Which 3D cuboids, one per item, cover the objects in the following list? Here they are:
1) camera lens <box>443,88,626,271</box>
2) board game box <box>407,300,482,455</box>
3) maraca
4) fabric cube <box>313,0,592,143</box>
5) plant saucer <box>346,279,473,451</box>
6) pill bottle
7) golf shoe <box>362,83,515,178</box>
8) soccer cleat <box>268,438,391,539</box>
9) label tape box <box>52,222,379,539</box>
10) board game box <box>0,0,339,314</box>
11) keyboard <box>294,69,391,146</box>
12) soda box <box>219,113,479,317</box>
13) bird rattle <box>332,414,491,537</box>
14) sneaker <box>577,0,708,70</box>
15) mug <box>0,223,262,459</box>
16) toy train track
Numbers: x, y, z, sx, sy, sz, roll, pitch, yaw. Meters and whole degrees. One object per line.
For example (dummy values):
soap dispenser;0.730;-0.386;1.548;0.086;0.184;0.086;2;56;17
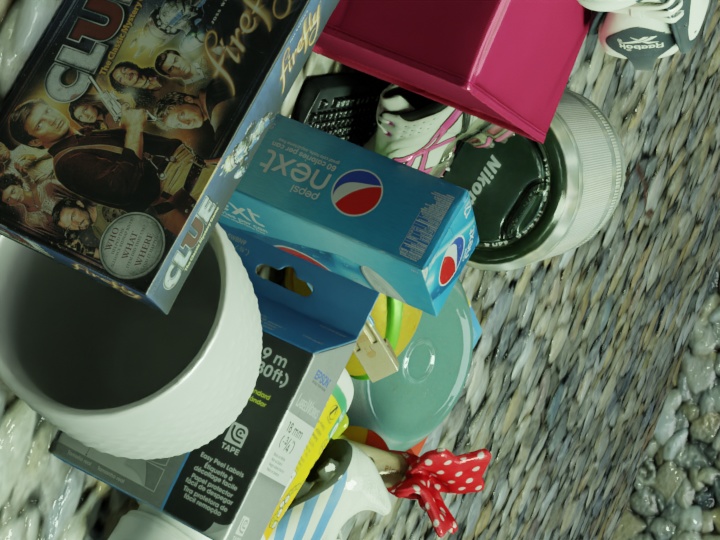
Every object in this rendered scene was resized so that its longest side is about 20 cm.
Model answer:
camera lens;0.146;-0.087;1.491;0.200;0.159;0.162;-14;125;-64
board game box;0.055;0.082;1.611;0.154;0.040;0.200;-62;158;-13
maraca;0.000;0.000;1.268;0.106;0.138;0.201;-14;148;-26
fabric cube;0.053;-0.223;1.076;0.201;0.198;0.196;-67;160;2
plant saucer;0.043;0.078;1.488;0.199;0.036;0.202;-16;113;-43
pill bottle;-0.098;0.141;1.206;0.201;0.112;0.113;-57;157;-25
golf shoe;0.041;-0.114;1.254;0.199;0.092;0.073;-35;-139;41
soccer cleat;-0.064;0.210;1.282;0.199;0.086;0.070;-34;-152;16
label tape box;-0.095;0.065;1.094;0.202;0.143;0.063;-64;157;-9
board game box;-0.116;-0.094;0.891;0.201;0.134;0.035;-62;158;-12
keyboard;0.009;-0.126;1.292;0.200;0.039;0.105;-22;132;-63
soda box;-0.026;-0.046;1.065;0.065;0.198;0.068;-58;157;-19
bird rattle;0.006;0.158;1.387;0.163;0.198;0.114;156;-58;-81
sneaker;0.179;-0.173;1.046;0.200;0.079;0.131;-57;153;-52
mug;-0.130;0.013;0.986;0.176;0.146;0.202;67;20;-69
toy train track;-0.030;-0.008;1.192;0.201;0.114;0.033;58;17;-20
